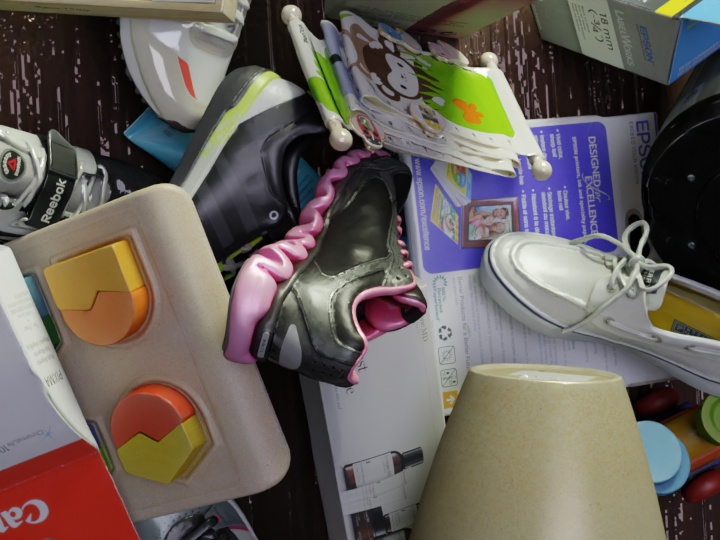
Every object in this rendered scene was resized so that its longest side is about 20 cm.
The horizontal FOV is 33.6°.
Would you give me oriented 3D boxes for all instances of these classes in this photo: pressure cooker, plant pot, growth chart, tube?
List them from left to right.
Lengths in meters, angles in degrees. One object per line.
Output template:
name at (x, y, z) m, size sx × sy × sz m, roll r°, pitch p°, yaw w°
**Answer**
tube at (-0.056, -0.051, 0.790) m, size 0.200 × 0.050 × 0.078 m, roll 42°, pitch 68°, yaw -7°
growth chart at (0.037, -0.115, 0.765) m, size 0.200 × 0.018 × 0.145 m, roll 6°, pitch 46°, yaw -38°
plant pot at (0.109, 0.161, 0.725) m, size 0.187 × 0.187 × 0.201 m, roll 2°, pitch 91°, yaw -18°
pressure cooker at (0.297, -0.086, 0.810) m, size 0.200 × 0.175 × 0.179 m, roll -53°, pitch 130°, yaw -45°

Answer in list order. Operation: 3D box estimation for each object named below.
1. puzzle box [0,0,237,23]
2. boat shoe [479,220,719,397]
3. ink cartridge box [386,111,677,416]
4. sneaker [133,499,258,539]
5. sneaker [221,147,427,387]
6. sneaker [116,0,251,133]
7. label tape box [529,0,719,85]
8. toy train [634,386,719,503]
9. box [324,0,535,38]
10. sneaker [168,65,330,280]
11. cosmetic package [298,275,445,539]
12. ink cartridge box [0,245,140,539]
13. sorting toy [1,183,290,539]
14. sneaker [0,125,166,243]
puzzle box at (-0.164, -0.221, 0.715) m, size 0.199 × 0.025 × 0.134 m, roll 5°, pitch 87°, yaw 12°
boat shoe at (0.179, 0.014, 0.768) m, size 0.201 × 0.086 × 0.075 m, roll 25°, pitch 58°, yaw 4°
ink cartridge box at (0.125, -0.006, 0.844) m, size 0.199 × 0.043 × 0.199 m, roll -6°, pitch 91°, yaw -16°
sneaker at (-0.081, 0.199, 0.736) m, size 0.084 × 0.121 × 0.200 m, roll -42°, pitch 100°, yaw -14°
sneaker at (0.000, 0.000, 0.695) m, size 0.095 × 0.079 × 0.200 m, roll 20°, pitch 40°, yaw 13°
sneaker at (-0.091, -0.188, 0.735) m, size 0.070 × 0.093 × 0.201 m, roll 15°, pitch 74°, yaw -54°
label tape box at (0.226, -0.192, 0.796) m, size 0.144 × 0.200 × 0.063 m, roll -35°, pitch 127°, yaw -15°
toy train at (0.242, 0.111, 0.833) m, size 0.199 × 0.116 × 0.085 m, roll -22°, pitch 74°, yaw -16°
box at (0.058, -0.230, 0.742) m, size 0.109 × 0.200 × 0.128 m, roll 6°, pitch 89°, yaw -17°
sneaker at (-0.077, -0.029, 0.728) m, size 0.083 × 0.072 × 0.200 m, roll 26°, pitch 94°, yaw 7°
cosmetic package at (0.012, 0.104, 0.774) m, size 0.082 × 0.051 × 0.201 m, roll -17°, pitch 113°, yaw -19°
ink cartridge box at (-0.237, 0.106, 0.686) m, size 0.162 × 0.057 × 0.201 m, roll -22°, pitch 90°, yaw 11°
sorting toy at (-0.160, 0.065, 0.704) m, size 0.199 × 0.036 × 0.186 m, roll -19°, pitch 96°, yaw 22°
sneaker at (-0.203, -0.049, 0.718) m, size 0.199 × 0.088 × 0.074 m, roll 10°, pitch 85°, yaw -20°
